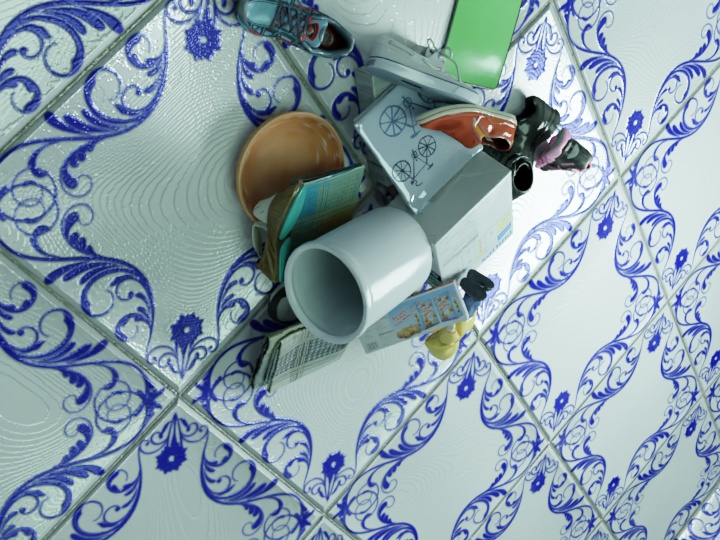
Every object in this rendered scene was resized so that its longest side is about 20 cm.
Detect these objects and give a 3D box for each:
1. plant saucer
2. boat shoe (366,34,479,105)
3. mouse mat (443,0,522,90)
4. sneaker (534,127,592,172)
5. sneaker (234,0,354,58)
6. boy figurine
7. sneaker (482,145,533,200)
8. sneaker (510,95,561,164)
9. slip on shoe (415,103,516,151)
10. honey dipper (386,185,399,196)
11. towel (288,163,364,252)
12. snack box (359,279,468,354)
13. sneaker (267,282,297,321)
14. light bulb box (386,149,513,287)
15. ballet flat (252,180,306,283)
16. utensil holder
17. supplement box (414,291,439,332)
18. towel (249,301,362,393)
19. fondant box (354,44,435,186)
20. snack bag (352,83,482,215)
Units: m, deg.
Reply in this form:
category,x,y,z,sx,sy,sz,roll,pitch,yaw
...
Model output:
category,x,y,z,sx,sy,sz,roll,pitch,yaw
plant saucer,-0.117,-0.162,1.339,0.199,0.037,0.202,-18,123,-30
boat shoe,0.109,-0.328,1.319,0.200,0.075,0.087,16,88,-20
mouse mat,0.219,-0.434,1.485,0.160,0.008,0.202,2,109,-39
sneaker,0.404,-0.219,1.621,0.095,0.200,0.080,30,95,2
sneaker,-0.089,-0.367,1.218,0.199,0.095,0.080,8,107,-40
boy figurine,0.184,0.089,1.553,0.124,0.064,0.201,-45,166,-46
sneaker,0.258,-0.220,1.522,0.070,0.099,0.202,-29,100,-27
sneaker,0.306,-0.250,1.610,0.090,0.076,0.201,34,82,-33
slip on shoe,0.179,-0.235,1.365,0.198,0.074,0.062,3,83,-33
honey dipper,0.131,-0.193,1.521,0.199,0.038,0.038,-31,128,-28
towel,-0.070,-0.082,1.378,0.146,0.022,0.201,-20,140,-34
snack box,0.089,0.084,1.478,0.198,0.024,0.073,-20,98,14
sneaker,-0.069,0.047,1.453,0.198,0.080,0.074,-18,124,-28
light bulb box,0.169,-0.091,1.499,0.198,0.125,0.201,-42,151,-13
ballet flat,-0.136,-0.067,1.297,0.068,0.072,0.201,-54,165,-44
utensil holder,0.000,0.000,1.355,0.200,0.169,0.172,-34,132,-46
supplement box,0.072,0.083,1.588,0.198,0.066,0.070,-3,114,-37
towel,-0.094,0.140,1.450,0.198,0.035,0.193,-19,154,-28
fondant box,0.074,-0.266,1.421,0.143,0.058,0.202,-27,127,-25
snack bag,0.103,-0.226,1.381,0.189,0.021,0.201,-44,116,-14
